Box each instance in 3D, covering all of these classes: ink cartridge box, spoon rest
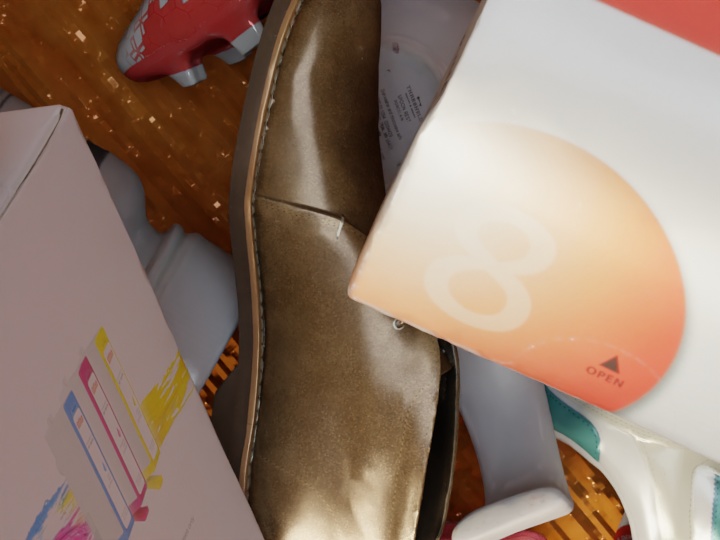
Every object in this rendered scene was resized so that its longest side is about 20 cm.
[{"bbox_3d":[-0.131,0.054,0.813,0.128,0.125,0.200,-7,125,24],"label":"ink cartridge box"},{"bbox_3d":[0.102,-0.034,0.778,0.162,0.050,0.200,24,138,-1],"label":"ink cartridge box"},{"bbox_3d":[0.026,-0.003,0.948,0.099,0.061,0.201,-20,72,12],"label":"spoon rest"}]

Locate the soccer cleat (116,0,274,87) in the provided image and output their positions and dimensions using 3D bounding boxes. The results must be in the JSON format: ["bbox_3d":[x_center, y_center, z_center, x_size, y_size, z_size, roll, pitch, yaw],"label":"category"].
[{"bbox_3d":[-0.021,-0.138,0.919,0.200,0.069,0.085,-41,87,33],"label":"soccer cleat"}]

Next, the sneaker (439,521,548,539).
[{"bbox_3d":[-0.019,0.122,0.916,0.200,0.087,0.074,-21,86,-33],"label":"sneaker"}]

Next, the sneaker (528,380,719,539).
[{"bbox_3d":[0.138,0.087,0.977,0.200,0.070,0.093,44,109,-6],"label":"sneaker"}]

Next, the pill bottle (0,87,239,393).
[{"bbox_3d":[-0.141,-0.009,0.925,0.200,0.113,0.113,31,93,-4],"label":"pill bottle"}]

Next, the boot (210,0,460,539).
[{"bbox_3d":[0.000,0.000,0.889,0.075,0.074,0.201,8,101,25],"label":"boot"}]
